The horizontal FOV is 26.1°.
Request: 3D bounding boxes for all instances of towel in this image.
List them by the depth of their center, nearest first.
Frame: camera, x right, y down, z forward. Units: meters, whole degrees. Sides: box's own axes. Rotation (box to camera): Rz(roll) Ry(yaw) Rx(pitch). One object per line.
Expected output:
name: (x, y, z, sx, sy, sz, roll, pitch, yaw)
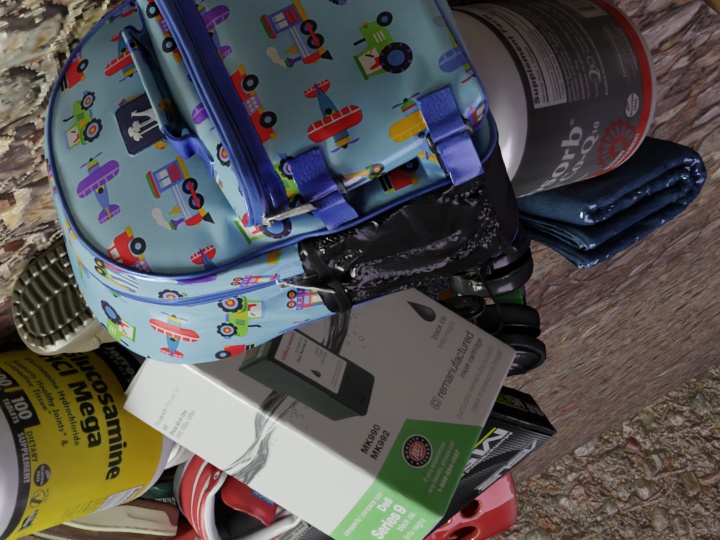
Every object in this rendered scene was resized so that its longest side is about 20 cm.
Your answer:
towel: (0.134, -0.060, 1.046, 0.111, 0.049, 0.200, -28, -157, -19)

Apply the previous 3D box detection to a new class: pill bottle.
pill bottle: (0.072, -0.096, 0.897, 0.200, 0.116, 0.116, -17, 157, -44)
pill bottle: (-0.192, 0.102, 0.980, 0.112, 0.113, 0.200, -43, 162, 32)

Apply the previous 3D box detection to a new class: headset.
headset: (0.083, 0.021, 1.129, 0.094, 0.124, 0.200, -8, -178, 12)

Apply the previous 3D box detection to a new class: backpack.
backpack: (-0.051, -0.063, 0.674, 0.200, 0.183, 0.135, -22, 156, 4)

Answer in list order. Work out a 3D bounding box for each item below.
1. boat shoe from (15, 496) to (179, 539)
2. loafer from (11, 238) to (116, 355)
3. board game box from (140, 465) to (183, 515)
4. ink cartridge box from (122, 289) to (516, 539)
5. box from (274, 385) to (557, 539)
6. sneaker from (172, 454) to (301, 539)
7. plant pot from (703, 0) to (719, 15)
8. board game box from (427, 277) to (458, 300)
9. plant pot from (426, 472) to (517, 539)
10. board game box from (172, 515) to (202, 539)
boat shoe: (-0.225, 0.180, 1.045, 0.202, 0.075, 0.075, 11, 172, -14)
loafer: (-0.107, -0.017, 0.877, 0.200, 0.076, 0.067, -27, 167, 18)
board game box: (-0.135, 0.153, 1.223, 0.135, 0.028, 0.200, -10, -173, 22)
ink cartridge box: (-0.025, 0.067, 0.968, 0.146, 0.200, 0.084, -61, -177, -40)
box: (0.030, 0.157, 1.166, 0.200, 0.048, 0.193, -41, 151, 13)
sneaker: (-0.060, 0.098, 1.042, 0.200, 0.071, 0.112, -65, -159, 7)
plant pot: (0.300, -0.184, 0.925, 0.186, 0.200, 0.186, -31, 163, -10)
board game box: (0.039, 0.057, 1.258, 0.200, 0.045, 0.152, 109, 0, -65)
plant pot: (0.036, 0.201, 1.569, 0.182, 0.201, 0.200, -22, 162, -10)
board game box: (-0.183, 0.202, 1.204, 0.199, 0.040, 0.153, -5, -171, 27)
